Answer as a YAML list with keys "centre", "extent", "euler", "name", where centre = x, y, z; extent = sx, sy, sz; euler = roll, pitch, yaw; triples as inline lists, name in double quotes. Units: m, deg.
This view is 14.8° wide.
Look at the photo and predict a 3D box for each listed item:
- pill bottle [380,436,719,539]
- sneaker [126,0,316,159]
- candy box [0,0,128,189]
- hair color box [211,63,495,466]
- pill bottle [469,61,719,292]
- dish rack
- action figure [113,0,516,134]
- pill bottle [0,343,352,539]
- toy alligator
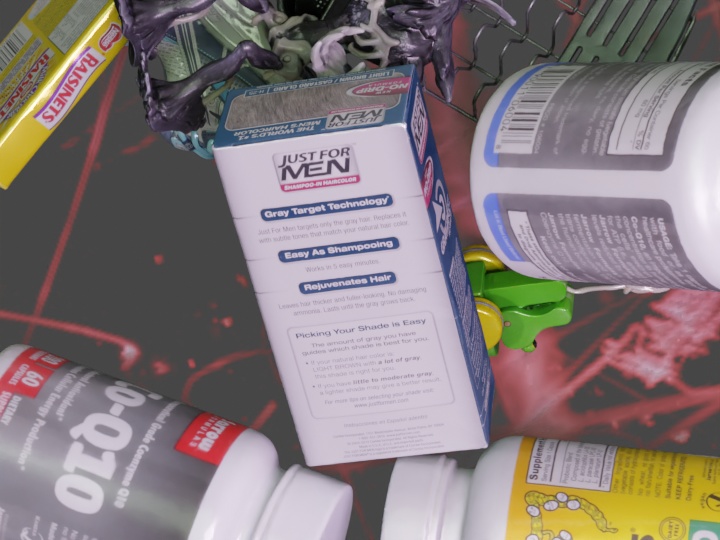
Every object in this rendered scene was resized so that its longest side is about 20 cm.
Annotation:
- centre: [0.114, 0.145, 1.434]
  extent: [0.200, 0.113, 0.113]
  euler: [6, 86, 9]
  name: "pill bottle"
- centre: [-0.059, -0.083, 1.506]
  extent: [0.086, 0.078, 0.200]
  euler: [-38, 72, 10]
  name: "sneaker"
- centre: [-0.148, -0.140, 1.508]
  extent: [0.026, 0.102, 0.200]
  euler: [39, 93, -29]
  name: "candy box"
- centre: [0.000, 0.000, 1.401]
  extent: [0.100, 0.061, 0.200]
  euler: [-7, 124, 12]
  name: "hair color box"
- centre: [0.161, -0.047, 1.377]
  extent: [0.200, 0.114, 0.114]
  euler: [5, 85, 46]
  name: "pill bottle"
- centre: [0.075, -0.150, 1.494]
  extent: [0.200, 0.055, 0.154]
  euler: [32, 91, 10]
  name: "dish rack"
- centre: [-0.021, -0.133, 1.418]
  extent: [0.200, 0.102, 0.119]
  euler: [-15, 68, -4]
  name: "action figure"
- centre: [-0.112, 0.123, 1.470]
  extent: [0.200, 0.114, 0.114]
  euler: [19, 89, 10]
  name: "pill bottle"
- centre: [0.071, 0.024, 1.483]
  extent: [0.200, 0.059, 0.054]
  euler: [-2, 126, 8]
  name: "toy alligator"
